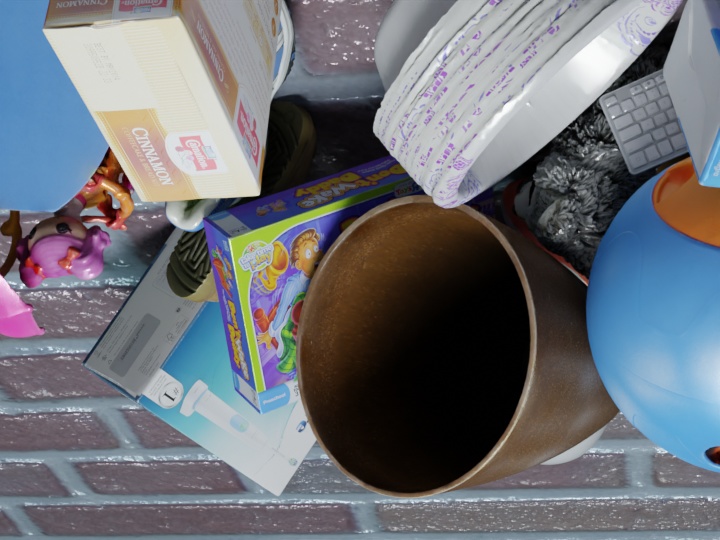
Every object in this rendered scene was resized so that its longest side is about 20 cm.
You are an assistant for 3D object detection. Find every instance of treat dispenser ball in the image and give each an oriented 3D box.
[{"bbox_3d":[0.236,0.023,0.943,0.200,0.201,0.201,3,149,2],"label":"treat dispenser ball"}]

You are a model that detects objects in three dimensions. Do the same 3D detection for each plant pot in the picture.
[{"bbox_3d":[0.093,0.057,1.040,0.187,0.187,0.200,-22,160,36],"label":"plant pot"}]

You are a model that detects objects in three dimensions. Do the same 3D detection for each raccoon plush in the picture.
[{"bbox_3d":[0.180,-0.085,1.007,0.097,0.134,0.200,28,139,-27],"label":"raccoon plush"}]

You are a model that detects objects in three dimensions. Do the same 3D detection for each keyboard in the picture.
[{"bbox_3d":[0.249,-0.122,0.964,0.200,0.056,0.011,-24,158,11],"label":"keyboard"}]

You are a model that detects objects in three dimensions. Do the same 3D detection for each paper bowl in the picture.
[{"bbox_3d":[0.088,-0.138,0.907,0.104,0.201,0.201,47,146,9],"label":"paper bowl"}]

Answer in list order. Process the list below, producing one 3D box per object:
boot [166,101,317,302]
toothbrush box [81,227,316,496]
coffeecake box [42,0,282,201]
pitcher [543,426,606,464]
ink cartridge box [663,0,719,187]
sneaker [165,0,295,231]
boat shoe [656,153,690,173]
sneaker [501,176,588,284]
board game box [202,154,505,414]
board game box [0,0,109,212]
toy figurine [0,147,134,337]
[{"bbox_3d":[-0.032,-0.032,1.190,0.200,0.066,0.175,15,120,-46],"label":"boot"},{"bbox_3d":[-0.104,0.074,1.286,0.085,0.147,0.200,26,170,44],"label":"toothbrush box"},{"bbox_3d":[-0.097,-0.162,0.852,0.073,0.200,0.154,-3,148,12],"label":"coffeecake box"},{"bbox_3d":[0.120,0.073,1.320,0.171,0.121,0.200,19,155,34],"label":"pitcher"},{"bbox_3d":[0.284,-0.096,0.885,0.199,0.116,0.068,6,131,-7],"label":"ink cartridge box"},{"bbox_3d":[-0.091,-0.111,1.018,0.076,0.077,0.200,16,130,13],"label":"sneaker"},{"bbox_3d":[0.280,-0.092,1.054,0.070,0.071,0.200,-26,174,-34],"label":"boat shoe"},{"bbox_3d":[0.198,-0.020,1.181,0.200,0.077,0.082,26,135,-35],"label":"sneaker"},{"bbox_3d":[0.000,0.000,1.083,0.200,0.045,0.135,-20,119,-22],"label":"board game box"},{"bbox_3d":[-0.252,-0.120,1.030,0.199,0.158,0.039,2,-175,4],"label":"board game box"},{"bbox_3d":[-0.215,-0.042,1.083,0.199,0.184,0.150,-6,148,16],"label":"toy figurine"}]
